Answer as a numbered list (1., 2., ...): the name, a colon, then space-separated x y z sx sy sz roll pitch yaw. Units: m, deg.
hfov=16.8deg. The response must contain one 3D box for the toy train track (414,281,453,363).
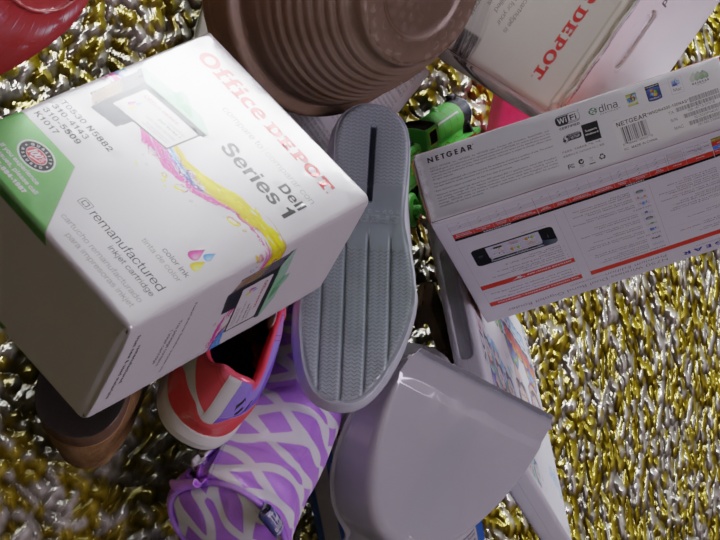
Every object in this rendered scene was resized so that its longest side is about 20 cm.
1. toy train track: 0.061 0.085 1.728 0.201 0.032 0.115 68 23 -43

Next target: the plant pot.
1. plant pot: 0.008 -0.184 1.467 0.200 0.092 0.203 -20 120 -39

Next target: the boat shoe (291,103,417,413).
1. boat shoe: 0.000 0.000 1.481 0.067 0.073 0.202 108 -6 -64

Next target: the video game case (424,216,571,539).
1. video game case: 0.095 0.072 1.685 0.200 0.024 0.183 58 18 -53

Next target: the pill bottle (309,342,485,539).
1. pill bottle: 0.023 0.158 1.617 0.112 0.111 0.202 -38 125 -46

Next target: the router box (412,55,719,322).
1. router box: 0.149 -0.047 1.545 0.180 0.198 0.049 57 17 -65

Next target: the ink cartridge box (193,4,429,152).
1. ink cartridge box: -0.059 -0.109 1.534 0.200 0.057 0.163 -49 136 -12

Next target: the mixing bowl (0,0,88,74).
1. mixing bowl: -0.199 -0.180 1.251 0.200 0.108 0.202 -14 107 -54

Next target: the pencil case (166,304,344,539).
1. pencil case: -0.056 0.087 1.487 0.086 0.084 0.201 47 41 -24

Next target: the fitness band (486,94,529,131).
1. fitness band: 0.120 -0.077 1.690 0.037 0.144 0.201 -3 133 -15

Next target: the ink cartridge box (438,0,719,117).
1. ink cartridge box: 0.116 -0.184 1.590 0.146 0.200 0.085 -54 142 1

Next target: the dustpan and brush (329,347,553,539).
1. dustpan and brush: 0.018 0.149 1.526 0.139 0.057 0.201 27 92 -38

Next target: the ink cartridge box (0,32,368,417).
1. ink cartridge box: -0.115 -0.030 1.337 0.199 0.145 0.084 -29 159 -44

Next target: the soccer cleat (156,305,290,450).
1. soccer cleat: -0.064 0.012 1.438 0.068 0.073 0.201 29 48 -15

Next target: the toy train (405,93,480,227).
1. toy train: 0.041 -0.074 1.631 0.200 0.041 0.057 -42 125 -66

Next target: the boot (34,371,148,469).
1. boot: -0.136 0.022 1.426 0.076 0.073 0.201 88 22 -63
